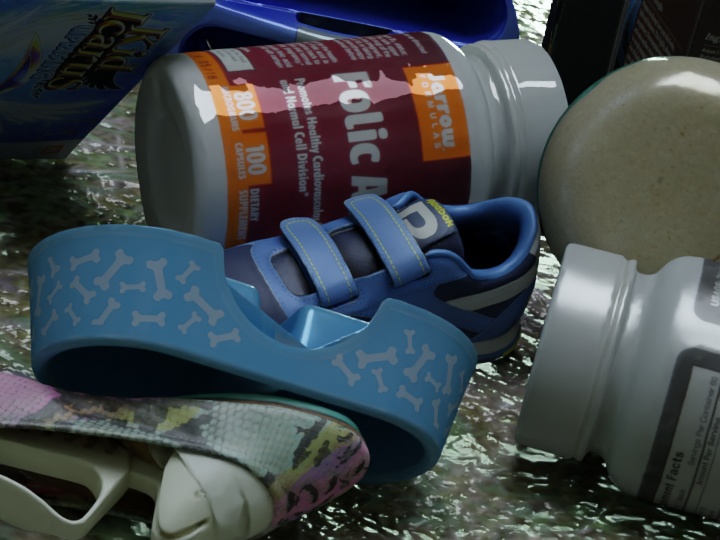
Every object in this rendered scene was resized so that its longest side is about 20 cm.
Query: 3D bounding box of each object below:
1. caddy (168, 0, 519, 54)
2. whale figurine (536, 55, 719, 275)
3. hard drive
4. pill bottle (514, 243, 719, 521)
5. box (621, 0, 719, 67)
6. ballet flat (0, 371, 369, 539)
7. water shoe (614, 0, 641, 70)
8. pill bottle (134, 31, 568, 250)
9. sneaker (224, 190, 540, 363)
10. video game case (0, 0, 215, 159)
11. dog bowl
[{"bbox_3d":[-0.011,-0.139,1.526,0.200,0.141,0.105,10,19,-5],"label":"caddy"},{"bbox_3d":[0.174,-0.013,1.321,0.200,0.159,0.104,48,4,-7],"label":"whale figurine"},{"bbox_3d":[0.123,-0.134,1.508,0.038,0.200,0.140,13,23,0],"label":"hard drive"},{"bbox_3d":[0.177,0.059,1.219,0.200,0.114,0.114,16,24,6],"label":"pill bottle"},{"bbox_3d":[0.178,-0.082,1.419,0.075,0.200,0.100,8,24,-12],"label":"box"},{"bbox_3d":[-0.098,0.083,1.100,0.200,0.069,0.071,9,42,1],"label":"ballet flat"},{"bbox_3d":[0.172,-0.153,1.571,0.071,0.200,0.079,-12,57,-40],"label":"water shoe"},{"bbox_3d":[-0.003,-0.060,1.357,0.200,0.114,0.114,-7,30,-20],"label":"pill bottle"},{"bbox_3d":[0.000,0.000,1.283,0.200,0.082,0.074,-6,50,-33],"label":"sneaker"},{"bbox_3d":[-0.194,-0.109,1.330,0.181,0.200,0.045,-3,71,-30],"label":"video game case"},{"bbox_3d":[-0.049,0.040,1.142,0.200,0.111,0.050,19,64,-19],"label":"dog bowl"}]
